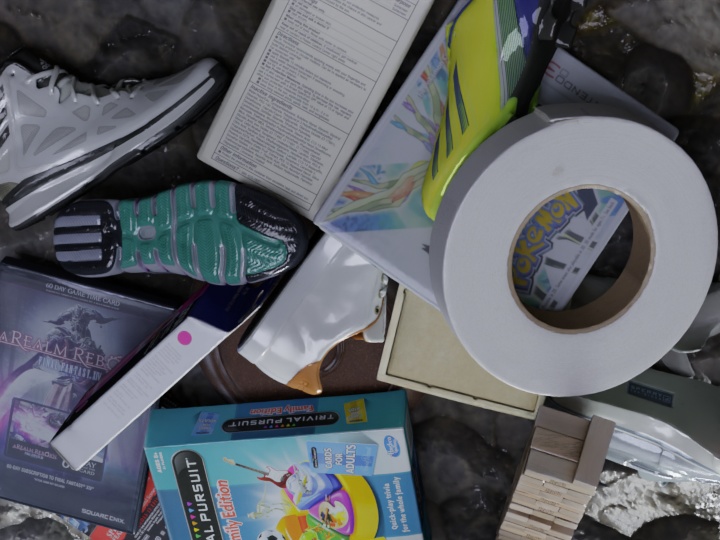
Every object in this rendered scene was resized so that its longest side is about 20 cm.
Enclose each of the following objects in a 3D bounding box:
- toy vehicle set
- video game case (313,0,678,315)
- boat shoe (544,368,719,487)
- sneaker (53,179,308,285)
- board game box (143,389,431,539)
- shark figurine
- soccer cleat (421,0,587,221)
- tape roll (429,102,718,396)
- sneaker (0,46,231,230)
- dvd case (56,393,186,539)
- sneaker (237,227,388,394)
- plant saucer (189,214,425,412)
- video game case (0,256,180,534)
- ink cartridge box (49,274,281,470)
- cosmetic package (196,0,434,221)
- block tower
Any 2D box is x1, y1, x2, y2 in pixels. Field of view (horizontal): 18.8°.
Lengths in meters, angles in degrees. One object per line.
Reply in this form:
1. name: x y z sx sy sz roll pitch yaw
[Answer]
1. toy vehicle set: 0.095 -0.003 1.565 0.123 0.027 0.202 15 97 5
2. video game case: 0.095 -0.066 1.523 0.182 0.022 0.201 34 90 -1
3. boat shoe: 0.223 0.121 1.615 0.199 0.070 0.072 21 136 -1
4. sneaker: -0.122 -0.030 1.590 0.198 0.087 0.075 3 93 21
5. board game box: -0.053 0.171 1.669 0.198 0.047 0.152 -5 126 8
6. shark figurine: 0.252 0.020 1.548 0.213 0.090 0.129 -27 107 23
7. soccer cleat: 0.085 -0.130 1.492 0.083 0.065 0.201 27 94 29
8. tape roll: 0.145 -0.014 1.473 0.201 0.037 0.204 -5 111 -13
9. sneaker: -0.199 -0.125 1.577 0.200 0.076 0.116 -31 93 10
10. dvd case: -0.210 0.139 1.726 0.199 0.022 0.146 34 115 -6
11. sneaker: 0.000 0.000 1.571 0.084 0.073 0.201 36 89 -6
12. plant saucer: -0.038 0.050 1.648 0.198 0.032 0.202 4 116 9
13. video game case: -0.225 0.099 1.689 0.142 0.019 0.201 14 113 4
14. ink cartridge box: -0.141 0.062 1.598 0.200 0.095 0.037 -39 99 20
15. cosmetic package: -0.026 -0.148 1.533 0.103 0.073 0.201 29 116 -2
16. block tower: 0.138 0.162 1.595 0.057 0.054 0.200 17 154 2
